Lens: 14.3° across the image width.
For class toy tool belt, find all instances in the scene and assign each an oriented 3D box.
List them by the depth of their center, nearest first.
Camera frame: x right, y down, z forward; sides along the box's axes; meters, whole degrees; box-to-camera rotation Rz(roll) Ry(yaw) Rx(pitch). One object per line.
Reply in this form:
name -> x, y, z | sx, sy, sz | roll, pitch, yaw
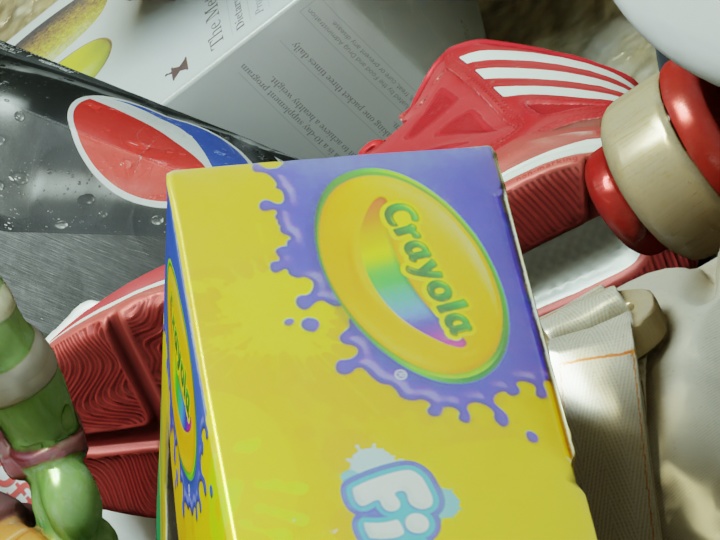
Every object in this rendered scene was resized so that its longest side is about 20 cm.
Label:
toy tool belt -> 0.061, 0.053, 0.688 | 0.123, 0.125, 0.201 | -33, 49, 25

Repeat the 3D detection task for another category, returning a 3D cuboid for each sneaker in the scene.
sneaker -> 0.000, 0.000, 0.820 | 0.199, 0.079, 0.116 | -17, 24, 10

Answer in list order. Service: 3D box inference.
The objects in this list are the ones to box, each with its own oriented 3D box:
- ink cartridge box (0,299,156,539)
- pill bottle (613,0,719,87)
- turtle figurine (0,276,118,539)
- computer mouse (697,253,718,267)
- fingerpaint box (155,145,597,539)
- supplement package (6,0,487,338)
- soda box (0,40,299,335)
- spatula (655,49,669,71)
ink cartridge box -> -0.104, 0.116, 0.872 | 0.200, 0.068, 0.116 | -44, 74, 12
pill bottle -> 0.138, -0.090, 0.725 | 0.114, 0.200, 0.115 | -1, 87, 25
turtle figurine -> -0.141, 0.064, 0.732 | 0.194, 0.199, 0.145 | 18, 109, 55
computer mouse -> 0.031, 0.044, 0.843 | 0.200, 0.046, 0.140 | -54, 21, 10
fingerpaint box -> 0.004, 0.105, 0.573 | 0.073, 0.167, 0.201 | -5, 52, -10
supplement package -> -0.060, -0.039, 0.997 | 0.200, 0.109, 0.114 | -37, 34, 18
soda box -> -0.070, -0.013, 0.897 | 0.063, 0.199, 0.071 | -51, -18, -71
spatula -> 0.101, -0.023, 0.875 | 0.056, 0.021, 0.200 | -40, 30, 34
